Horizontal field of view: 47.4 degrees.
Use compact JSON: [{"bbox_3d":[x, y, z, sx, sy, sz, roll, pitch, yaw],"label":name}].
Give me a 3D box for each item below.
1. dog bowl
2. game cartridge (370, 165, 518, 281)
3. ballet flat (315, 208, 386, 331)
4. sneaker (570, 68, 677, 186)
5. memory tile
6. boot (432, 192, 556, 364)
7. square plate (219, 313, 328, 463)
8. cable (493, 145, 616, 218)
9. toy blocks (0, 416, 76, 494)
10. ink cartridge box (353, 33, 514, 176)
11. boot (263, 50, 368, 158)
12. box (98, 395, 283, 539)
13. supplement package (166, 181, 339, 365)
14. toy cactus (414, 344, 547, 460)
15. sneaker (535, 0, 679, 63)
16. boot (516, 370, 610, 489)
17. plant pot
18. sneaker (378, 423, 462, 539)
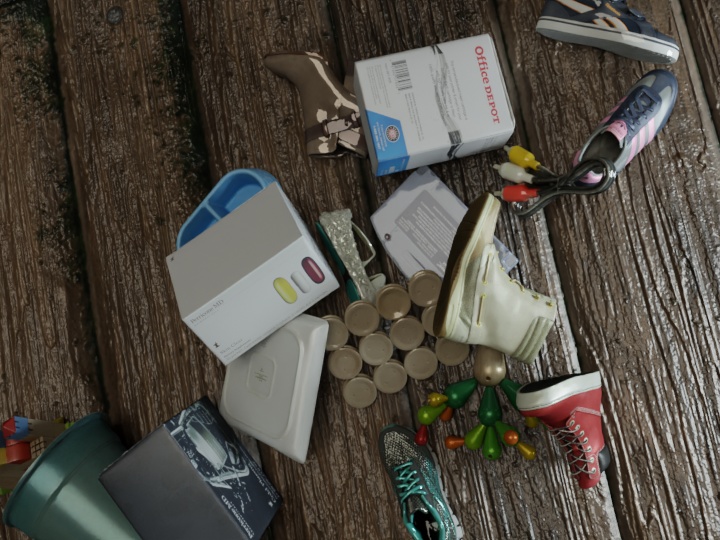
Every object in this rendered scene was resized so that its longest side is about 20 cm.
[{"bbox_3d":[-0.205,-0.072,1.264,0.111,0.050,0.201,43,97,16],"label":"dog bowl"},{"bbox_3d":[0.112,-0.038,1.180,0.133,0.041,0.200,-43,75,4],"label":"game cartridge"},{"bbox_3d":[0.000,0.000,1.188,0.071,0.072,0.203,-25,85,11],"label":"ballet flat"},{"bbox_3d":[0.359,-0.191,1.102,0.070,0.082,0.201,37,94,16],"label":"sneaker"},{"bbox_3d":[0.044,0.097,1.153,0.197,0.017,0.155,-25,110,8],"label":"memory tile"},{"bbox_3d":[0.193,0.012,1.100,0.152,0.072,0.204,18,86,-9],"label":"boot"},{"bbox_3d":[-0.136,0.150,1.179,0.198,0.028,0.202,14,96,43],"label":"square plate"},{"bbox_3d":[0.249,-0.114,1.096,0.199,0.050,0.099,20,102,60],"label":"cable"},{"bbox_3d":[-0.537,0.282,1.261,0.198,0.136,0.101,-27,64,18],"label":"toy blocks"},{"bbox_3d":[0.100,-0.230,1.152,0.196,0.084,0.147,-12,81,-4],"label":"ink cartridge box"},{"bbox_3d":[-0.063,-0.246,1.235,0.196,0.070,0.149,8,88,17],"label":"boot"},{"bbox_3d":[-0.226,0.303,1.133,0.123,0.197,0.201,-38,89,7],"label":"box"},{"bbox_3d":[-0.156,0.001,1.164,0.198,0.111,0.156,-35,40,3],"label":"supplement package"},{"bbox_3d":[0.170,0.172,1.119,0.196,0.102,0.168,-4,73,24],"label":"toy cactus"},{"bbox_3d":[0.345,-0.344,1.125,0.197,0.078,0.081,21,95,18],"label":"sneaker"},{"bbox_3d":[0.262,0.206,1.028,0.071,0.199,0.147,-11,81,35],"label":"boot"},{"bbox_3d":[-0.377,0.351,1.202,0.195,0.200,0.202,37,94,8],"label":"plant pot"},{"bbox_3d":[0.080,0.305,1.121,0.077,0.091,0.202,-30,77,9],"label":"sneaker"}]
